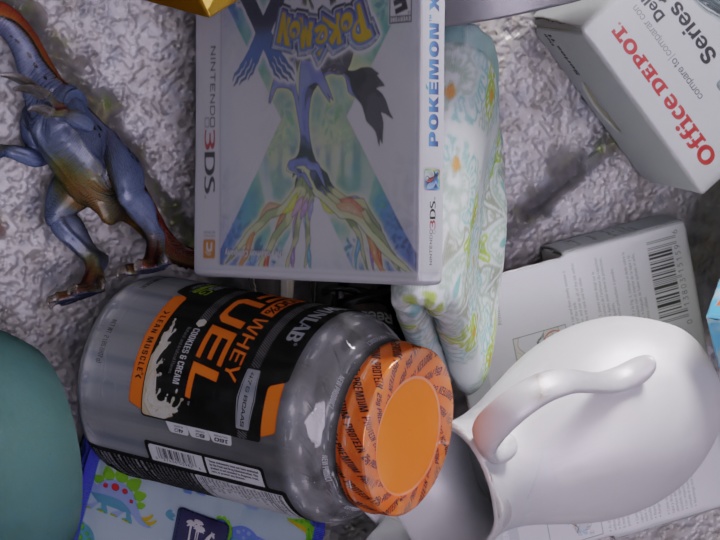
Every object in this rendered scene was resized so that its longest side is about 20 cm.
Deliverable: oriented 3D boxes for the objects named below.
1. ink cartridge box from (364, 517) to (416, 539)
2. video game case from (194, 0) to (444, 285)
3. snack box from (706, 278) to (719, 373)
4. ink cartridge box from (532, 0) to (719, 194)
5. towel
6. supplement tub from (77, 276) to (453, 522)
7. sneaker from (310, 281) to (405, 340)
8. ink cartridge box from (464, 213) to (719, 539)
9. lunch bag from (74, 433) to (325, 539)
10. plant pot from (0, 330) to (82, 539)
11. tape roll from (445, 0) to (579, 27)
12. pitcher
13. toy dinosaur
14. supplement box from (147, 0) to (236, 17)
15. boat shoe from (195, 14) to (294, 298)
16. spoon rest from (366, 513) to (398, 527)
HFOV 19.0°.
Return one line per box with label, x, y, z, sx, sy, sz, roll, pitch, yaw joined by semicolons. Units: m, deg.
ink cartridge box;0.016;0.281;1.340;0.144;0.083;0.201;-41;139;-49
video game case;-0.027;-0.086;1.208;0.022;0.199;0.184;-1;92;-42
snack box;0.274;-0.004;1.385;0.201;0.037;0.116;-63;147;-34
ink cartridge box;0.234;-0.168;1.391;0.200;0.083;0.147;-43;110;-6
towel;0.057;-0.031;1.280;0.048;0.200;0.172;2;71;10
supplement tub;-0.054;0.075;1.246;0.122;0.199;0.123;-21;116;-54
sneaker;0.000;0.000;1.334;0.070;0.098;0.202;-2;100;-9
ink cartridge box;0.147;0.081;1.427;0.173;0.044;0.201;-14;102;-14
lunch bag;-0.126;0.217;1.328;0.169;0.127;0.201;24;77;-18
plant pot;-0.254;0.114;1.226;0.160;0.200;0.202;-9;104;-29
tape roll;0.066;-0.191;1.267;0.199;0.200;0.067;-14;104;-16
pitcher;0.131;0.090;1.304;0.199;0.172;0.122;-20;70;-29
toy dinosaur;-0.183;-0.074;1.290;0.105;0.200;0.182;-21;84;23
supplement box;-0.059;-0.256;1.213;0.199;0.197;0.133;-33;109;-11
boat shoe;-0.070;-0.066;1.323;0.057;0.067;0.201;-1;96;2
spoon rest;0.031;0.154;1.396;0.199;0.061;0.100;31;87;-21
